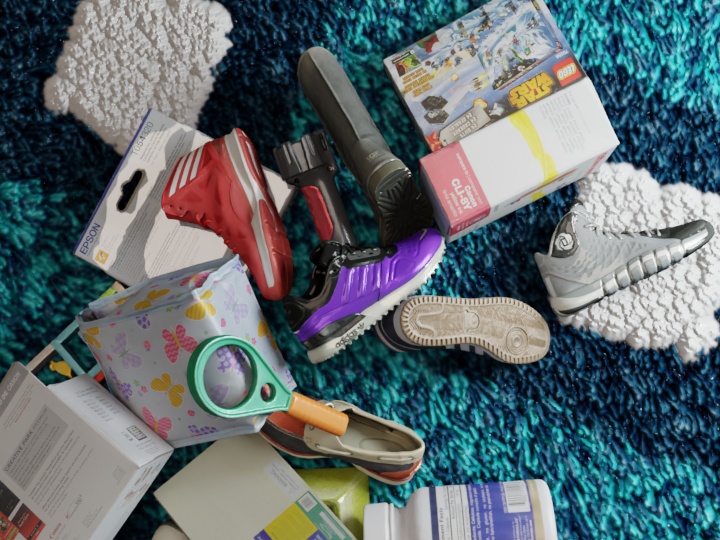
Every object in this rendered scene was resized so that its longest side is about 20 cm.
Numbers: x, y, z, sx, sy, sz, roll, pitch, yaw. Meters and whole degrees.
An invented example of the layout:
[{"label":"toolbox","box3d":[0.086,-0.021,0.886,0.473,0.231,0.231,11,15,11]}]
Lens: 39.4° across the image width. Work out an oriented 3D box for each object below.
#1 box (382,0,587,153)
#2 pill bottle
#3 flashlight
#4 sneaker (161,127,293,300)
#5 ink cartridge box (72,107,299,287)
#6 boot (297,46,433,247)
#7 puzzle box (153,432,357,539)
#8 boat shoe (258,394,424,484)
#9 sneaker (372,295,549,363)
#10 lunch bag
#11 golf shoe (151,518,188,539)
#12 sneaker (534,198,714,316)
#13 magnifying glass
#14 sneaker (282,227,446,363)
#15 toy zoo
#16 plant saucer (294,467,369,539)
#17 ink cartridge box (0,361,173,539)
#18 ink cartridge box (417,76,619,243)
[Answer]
[{"label":"box","box3d":[0.144,-0.228,1.170,0.199,0.040,0.138,-28,81,0]},{"label":"pill bottle","box3d":[0.105,0.290,1.073,0.198,0.120,0.121,-5,83,4]},{"label":"flashlight","box3d":[-0.043,-0.050,1.131,0.068,0.067,0.202,-18,95,45]},{"label":"sneaker","box3d":[-0.151,-0.048,1.121,0.115,0.078,0.202,-20,72,10]},{"label":"ink cartridge box","box3d":[-0.201,-0.057,1.172,0.199,0.043,0.198,28,88,7]},{"label":"boot","box3d":[0.001,-0.133,1.140,0.072,0.182,0.200,-31,57,-11]},{"label":"puzzle box","box3d":[-0.113,0.269,1.079,0.133,0.026,0.200,-37,60,-20]},{"label":"boat shoe","box3d":[-0.025,0.177,1.113,0.198,0.063,0.072,21,54,4]},{"label":"sneaker","box3d":[0.109,0.065,1.132,0.198,0.108,0.071,10,80,-26]},{"label":"lunch bag","box3d":[-0.196,0.091,1.086,0.198,0.127,0.171,-17,106,27]},{"label":"golf shoe","box3d":[-0.225,0.375,1.095,0.077,0.088,0.202,2,81,31]},{"label":"sneaker","box3d":[0.286,-0.039,1.123,0.199,0.075,0.116,-26,80,2]},{"label":"magnifying glass","box3d":[-0.090,0.126,1.019,0.199,0.022,0.080,30,68,-37]},{"label":"sneaker","box3d":[0.000,0.000,1.071,0.200,0.069,0.100,-40,100,-16]},{"label":"toy zoo","box3d":[-0.312,0.128,1.170,0.200,0.020,0.131,-44,83,-2]},{"label":"plant saucer","box3d":[-0.087,0.325,1.119,0.197,0.048,0.202,-2,84,4]},{"label":"ink cartridge box","box3d":[-0.328,0.217,1.059,0.175,0.084,0.201,38,101,10]},{"label":"ink cartridge box","box3d":[0.168,-0.116,1.102,0.199,0.145,0.084,-26,83,1]}]
